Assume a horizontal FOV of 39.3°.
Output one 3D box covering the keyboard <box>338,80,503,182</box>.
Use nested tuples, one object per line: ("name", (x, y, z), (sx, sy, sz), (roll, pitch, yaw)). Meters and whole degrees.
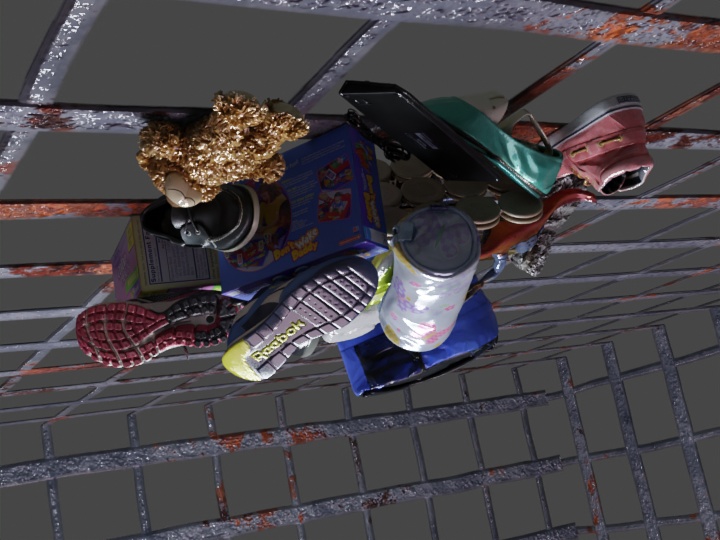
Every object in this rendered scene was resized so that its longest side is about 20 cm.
("keyboard", (0.048, -0.137, 1.005), (0.127, 0.021, 0.200), (7, 163, 39))

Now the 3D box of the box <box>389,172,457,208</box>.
("box", (0.014, -0.083, 1.247), (0.200, 0.044, 0.160), (-8, 172, -12))

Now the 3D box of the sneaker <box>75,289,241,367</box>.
("sneaker", (-0.241, 0.067, 1.212), (0.200, 0.081, 0.075), (-5, -170, 0))

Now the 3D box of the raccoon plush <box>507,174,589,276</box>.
("raccoon plush", (0.265, -0.074, 1.313), (0.200, 0.134, 0.097), (-20, 163, 34))

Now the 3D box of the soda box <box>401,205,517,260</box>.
("soda box", (0.112, -0.044, 1.256), (0.200, 0.064, 0.068), (-5, 171, -33))

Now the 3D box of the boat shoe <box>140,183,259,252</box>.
("boat shoe", (-0.182, -0.061, 1.104), (0.066, 0.075, 0.199), (2, -176, -36))

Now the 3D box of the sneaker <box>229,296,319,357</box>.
("sneaker", (-0.104, 0.037, 1.225), (0.114, 0.076, 0.200), (-12, 141, -13))

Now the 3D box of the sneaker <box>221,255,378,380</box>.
("sneaker", (-0.068, 0.035, 1.068), (0.200, 0.082, 0.074), (-33, 121, 22))

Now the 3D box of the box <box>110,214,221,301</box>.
("box", (-0.208, -0.005, 1.311), (0.200, 0.097, 0.176), (-5, 166, -23))

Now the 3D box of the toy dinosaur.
("toy dinosaur", (0.159, -0.055, 1.154), (0.200, 0.105, 0.181), (-36, 178, 16))

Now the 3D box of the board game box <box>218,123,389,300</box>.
("board game box", (-0.070, -0.060, 1.095), (0.200, 0.135, 0.045), (-19, 159, 32))

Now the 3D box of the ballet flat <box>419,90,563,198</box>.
("ballet flat", (0.140, -0.146, 1.048), (0.200, 0.070, 0.067), (27, -172, -36))

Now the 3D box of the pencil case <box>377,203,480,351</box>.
("pencil case", (0.069, 0.013, 1.062), (0.091, 0.083, 0.200), (-3, 152, -5))

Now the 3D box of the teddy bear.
("teddy bear", (-0.137, -0.113, 0.971), (0.200, 0.067, 0.145), (-18, 163, 27))

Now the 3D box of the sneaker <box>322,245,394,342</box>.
("sneaker", (0.000, 0.000, 1.198), (0.076, 0.105, 0.200), (-3, 147, -36))

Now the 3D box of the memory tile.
("memory tile", (0.093, -0.088, 1.127), (0.200, 0.153, 0.017), (-8, 129, -11))

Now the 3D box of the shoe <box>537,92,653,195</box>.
("shoe", (0.271, -0.127, 1.192), (0.071, 0.091, 0.200), (-6, 166, -21))

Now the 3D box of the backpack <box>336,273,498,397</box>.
("backpack", (0.072, 0.063, 1.316), (0.200, 0.168, 0.163), (-19, -174, 7))
